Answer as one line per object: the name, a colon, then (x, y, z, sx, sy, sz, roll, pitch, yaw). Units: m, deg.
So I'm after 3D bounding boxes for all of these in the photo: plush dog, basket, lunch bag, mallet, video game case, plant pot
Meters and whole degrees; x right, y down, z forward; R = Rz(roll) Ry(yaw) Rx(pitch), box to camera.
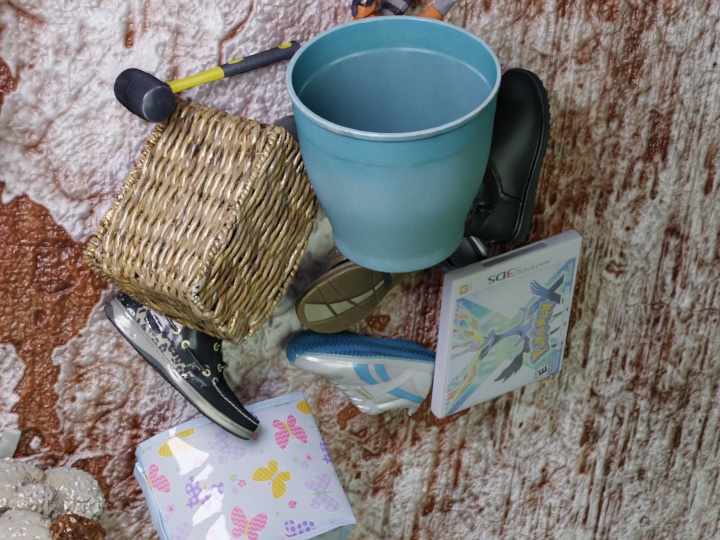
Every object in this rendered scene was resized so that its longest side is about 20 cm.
plush dog: (-0.352, 0.267, 1.510, 0.199, 0.172, 0.161, -38, 127, -8)
basket: (-0.145, -0.045, 1.495, 0.201, 0.148, 0.143, -64, 147, -15)
lunch bag: (-0.131, 0.242, 1.624, 0.198, 0.171, 0.127, -13, 154, -29)
mallet: (-0.150, -0.196, 1.496, 0.199, 0.066, 0.042, -27, 127, -35)
video game case: (0.166, 0.062, 1.740, 0.181, 0.022, 0.202, -18, 132, -26)
plant pot: (0.033, -0.110, 1.451, 0.199, 0.200, 0.189, -21, 134, -21)

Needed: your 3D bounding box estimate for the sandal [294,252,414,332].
sandal: (0.000, 0.000, 1.672, 0.199, 0.054, 0.081, -37, 136, -29)

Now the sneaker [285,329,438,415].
sneaker: (0.001, 0.118, 1.712, 0.198, 0.076, 0.081, 12, 108, -33)

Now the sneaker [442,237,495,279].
sneaker: (0.120, 0.021, 1.740, 0.087, 0.074, 0.201, -36, 127, -5)

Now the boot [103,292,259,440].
boot: (-0.144, 0.059, 1.564, 0.204, 0.073, 0.154, 45, 83, -9)

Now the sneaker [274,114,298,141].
sneaker: (-0.012, -0.095, 1.593, 0.199, 0.088, 0.074, 31, 97, -36)

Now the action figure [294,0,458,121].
action figure: (0.038, -0.216, 1.556, 0.199, 0.105, 0.194, 29, 103, -13)

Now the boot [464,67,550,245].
boot: (0.121, -0.126, 1.620, 0.167, 0.076, 0.202, 5, 93, -47)
